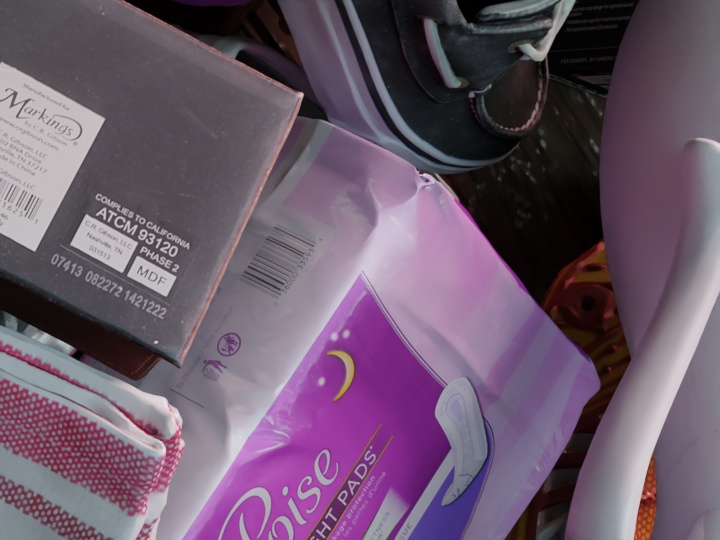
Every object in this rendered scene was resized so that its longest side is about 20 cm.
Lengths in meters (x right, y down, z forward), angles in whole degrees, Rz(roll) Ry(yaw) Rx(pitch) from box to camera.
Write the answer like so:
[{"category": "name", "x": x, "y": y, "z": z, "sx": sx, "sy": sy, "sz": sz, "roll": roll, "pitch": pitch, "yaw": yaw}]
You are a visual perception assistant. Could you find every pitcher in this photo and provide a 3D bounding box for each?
[{"category": "pitcher", "x": 0.109, "y": 0.004, "z": 0.782, "sx": 0.171, "sy": 0.121, "sz": 0.201, "roll": 0, "pitch": 96, "yaw": -59}]

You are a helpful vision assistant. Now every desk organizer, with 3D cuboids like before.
[{"category": "desk organizer", "x": -0.123, "y": -0.045, "z": 0.676, "sx": 0.199, "sy": 0.077, "sz": 0.072, "roll": 27, "pitch": 69, "yaw": -8}]

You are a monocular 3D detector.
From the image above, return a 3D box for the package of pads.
[{"category": "package of pads", "x": -0.033, "y": 0.071, "z": 0.758, "sx": 0.200, "sy": 0.076, "sz": 0.121, "roll": -56, "pitch": 138, "yaw": -13}]

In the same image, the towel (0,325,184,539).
[{"category": "towel", "x": -0.138, "y": 0.097, "z": 0.662, "sx": 0.146, "sy": 0.030, "sz": 0.201, "roll": 21, "pitch": 98, "yaw": -2}]

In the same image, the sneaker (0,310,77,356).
[{"category": "sneaker", "x": -0.132, "y": 0.008, "z": 0.728, "sx": 0.200, "sy": 0.074, "sz": 0.088, "roll": -51, "pitch": 128, "yaw": -25}]

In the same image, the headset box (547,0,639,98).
[{"category": "headset box", "x": 0.159, "y": -0.152, "z": 0.936, "sx": 0.093, "sy": 0.174, "sz": 0.201, "roll": 15, "pitch": 79, "yaw": -44}]

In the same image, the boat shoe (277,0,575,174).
[{"category": "boat shoe", "x": 0.023, "y": -0.076, "z": 0.763, "sx": 0.200, "sy": 0.071, "sz": 0.072, "roll": 48, "pitch": 54, "yaw": -62}]

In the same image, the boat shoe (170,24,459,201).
[{"category": "boat shoe", "x": 0.000, "y": 0.000, "z": 0.857, "sx": 0.200, "sy": 0.067, "sz": 0.074, "roll": 36, "pitch": 67, "yaw": -37}]

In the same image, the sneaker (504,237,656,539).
[{"category": "sneaker", "x": 0.071, "y": 0.058, "z": 0.894, "sx": 0.200, "sy": 0.073, "sz": 0.077, "roll": -53, "pitch": 162, "yaw": -20}]

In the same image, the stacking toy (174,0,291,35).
[{"category": "stacking toy", "x": -0.044, "y": -0.111, "z": 0.794, "sx": 0.200, "sy": 0.116, "sz": 0.110, "roll": 38, "pitch": 44, "yaw": -47}]
